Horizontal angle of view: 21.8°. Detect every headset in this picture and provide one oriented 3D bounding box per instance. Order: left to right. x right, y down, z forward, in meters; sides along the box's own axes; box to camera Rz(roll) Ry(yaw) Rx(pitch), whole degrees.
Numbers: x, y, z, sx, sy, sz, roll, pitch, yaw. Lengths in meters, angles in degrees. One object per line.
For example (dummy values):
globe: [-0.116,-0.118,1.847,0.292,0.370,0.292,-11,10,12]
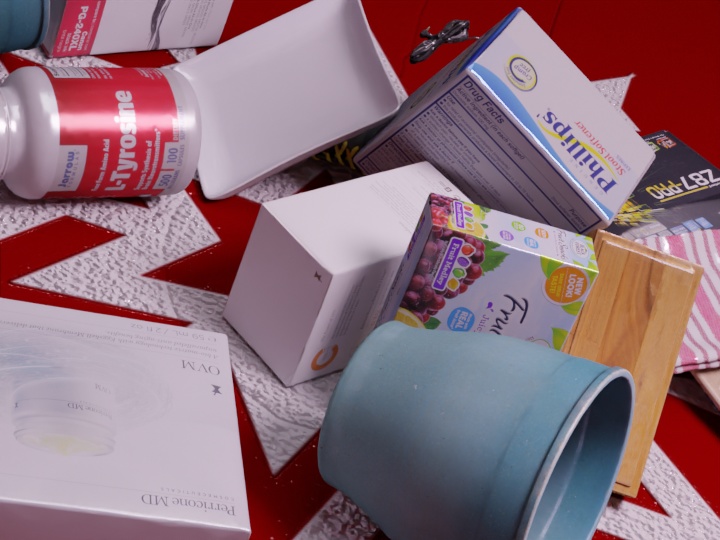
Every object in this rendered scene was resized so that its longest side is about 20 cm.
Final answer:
headset: [0.116,-0.163,1.779,0.093,0.201,0.124,-30,47,1]

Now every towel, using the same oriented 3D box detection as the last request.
towel: [0.297,0.025,1.701,0.198,0.030,0.147,-6,53,-26]

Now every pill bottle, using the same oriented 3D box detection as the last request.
pill bottle: [-0.246,-0.119,1.608,0.198,0.113,0.113,-3,43,-32]

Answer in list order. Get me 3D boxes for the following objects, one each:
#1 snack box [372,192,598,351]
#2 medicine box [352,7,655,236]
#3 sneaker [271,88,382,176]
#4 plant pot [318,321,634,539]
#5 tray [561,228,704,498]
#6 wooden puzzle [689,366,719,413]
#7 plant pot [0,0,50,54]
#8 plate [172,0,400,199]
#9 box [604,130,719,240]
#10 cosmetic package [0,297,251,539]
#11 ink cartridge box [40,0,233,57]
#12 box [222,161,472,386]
snack box: [0.089,0.048,1.502,0.141,0.201,0.053,14,34,-12]
medicine box: [0.126,-0.100,1.658,0.182,0.200,0.103,46,53,-8]
sneaker: [-0.018,-0.123,1.792,0.084,0.075,0.200,-26,53,-31]
plant pot: [0.078,0.135,1.395,0.186,0.202,0.200,22,33,23]
tray: [0.210,0.077,1.557,0.098,0.202,0.037,19,-8,-6]
wooden puzzle: [0.362,0.068,1.741,0.184,0.047,0.201,-18,58,-34]
plant pot: [-0.404,-0.268,1.662,0.187,0.201,0.200,-23,54,-27]
plate: [-0.069,-0.162,1.752,0.198,0.032,0.201,-25,45,5]
box: [0.283,-0.062,1.854,0.198,0.049,0.161,-16,45,-33]
cosmetic package: [-0.192,0.137,1.300,0.197,0.124,0.201,9,39,-18]
ink cartridge box: [-0.243,-0.290,1.856,0.198,0.084,0.146,-8,46,-37]
box: [0.000,0.000,1.582,0.199,0.125,0.097,-16,50,-43]
